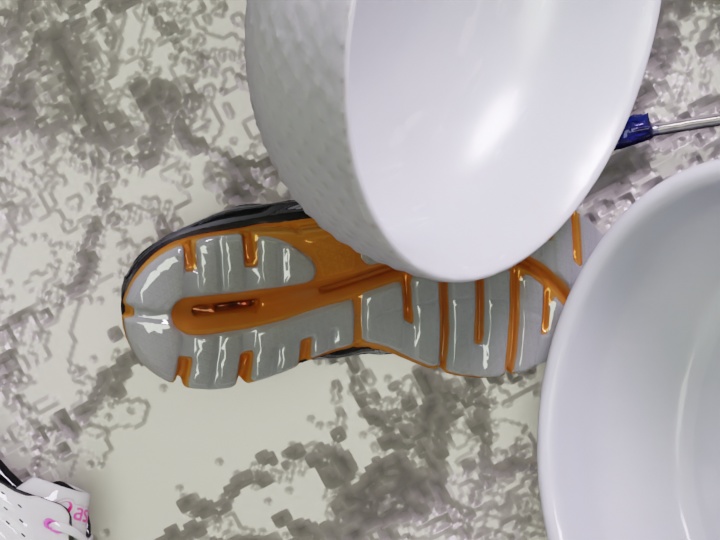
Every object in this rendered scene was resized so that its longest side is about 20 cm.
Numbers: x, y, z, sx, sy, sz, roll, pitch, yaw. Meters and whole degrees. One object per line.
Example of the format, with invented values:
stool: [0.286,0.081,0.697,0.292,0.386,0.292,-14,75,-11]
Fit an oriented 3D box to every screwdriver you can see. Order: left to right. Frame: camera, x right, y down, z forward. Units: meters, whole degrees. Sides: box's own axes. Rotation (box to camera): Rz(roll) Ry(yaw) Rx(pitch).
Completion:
screwdriver: [0.130,-0.061,1.123,0.200,0.028,0.029,-13,65,1]

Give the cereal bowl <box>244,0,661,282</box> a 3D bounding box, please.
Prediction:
cereal bowl: [0.024,-0.099,1.016,0.083,0.200,0.200,17,96,35]

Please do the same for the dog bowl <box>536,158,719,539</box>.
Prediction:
dog bowl: [0.157,0.061,1.043,0.079,0.200,0.200,6,96,-37]

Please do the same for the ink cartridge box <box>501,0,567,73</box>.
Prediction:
ink cartridge box: [0.054,-0.175,1.111,0.095,0.037,0.200,8,97,2]

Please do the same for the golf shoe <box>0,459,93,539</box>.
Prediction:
golf shoe: [-0.136,0.126,1.103,0.092,0.073,0.200,-36,77,2]

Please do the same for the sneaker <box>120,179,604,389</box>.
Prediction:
sneaker: [0.000,0.000,1.110,0.200,0.077,0.078,-2,99,-16]
